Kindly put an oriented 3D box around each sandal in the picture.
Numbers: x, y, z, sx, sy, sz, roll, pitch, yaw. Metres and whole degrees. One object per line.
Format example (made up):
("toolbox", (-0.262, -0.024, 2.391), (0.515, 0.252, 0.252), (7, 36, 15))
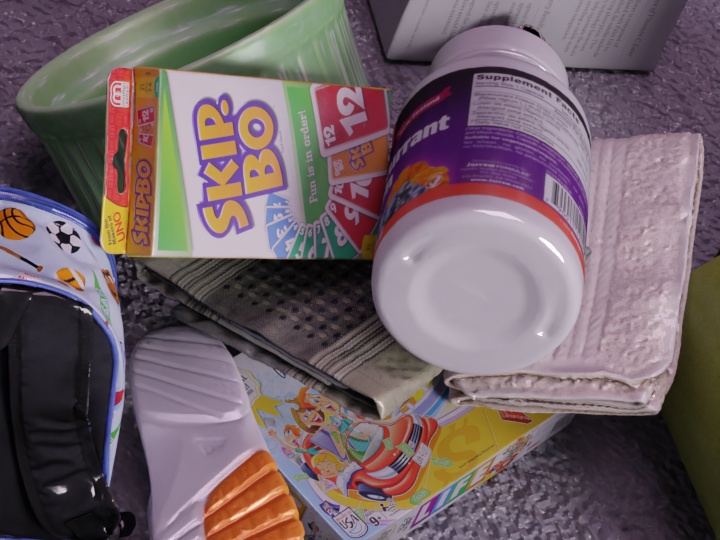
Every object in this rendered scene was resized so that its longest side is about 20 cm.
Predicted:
("sandal", (-0.077, 0.122, 1.379), (0.079, 0.059, 0.207), (-9, 51, -7))

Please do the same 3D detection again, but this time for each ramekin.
("ramekin", (-0.088, -0.093, 1.474), (0.200, 0.200, 0.098), (-38, 114, -40))

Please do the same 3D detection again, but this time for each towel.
("towel", (0.000, 0.000, 1.454), (0.192, 0.035, 0.200), (30, 45, 30))
("towel", (0.125, -0.003, 1.490), (0.132, 0.035, 0.200), (1, 52, 15))

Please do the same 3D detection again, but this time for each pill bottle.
("pill bottle", (0.069, -0.046, 1.399), (0.111, 0.112, 0.200), (18, 37, -6))

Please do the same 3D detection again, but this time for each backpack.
("backpack", (-0.203, 0.041, 1.314), (0.199, 0.191, 0.154), (2, 50, -18))

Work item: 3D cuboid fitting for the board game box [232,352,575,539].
("board game box", (0.016, 0.076, 1.475), (0.200, 0.034, 0.134), (-30, 66, -37))

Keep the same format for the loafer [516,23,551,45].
("loafer", (0.075, -0.085, 1.610), (0.073, 0.071, 0.200), (19, 47, -5))

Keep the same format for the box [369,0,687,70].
("box", (0.118, -0.223, 1.689), (0.199, 0.152, 0.107), (1, 50, -21))

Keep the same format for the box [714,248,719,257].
("box", (0.341, -0.004, 1.558), (0.117, 0.197, 0.200), (-17, 59, -31))

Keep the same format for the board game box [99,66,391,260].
("board game box", (-0.057, -0.054, 1.352), (0.200, 0.030, 0.096), (0, 92, -47))

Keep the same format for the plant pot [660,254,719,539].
("plant pot", (0.255, 0.089, 1.474), (0.199, 0.200, 0.190), (-6, 40, -25))
